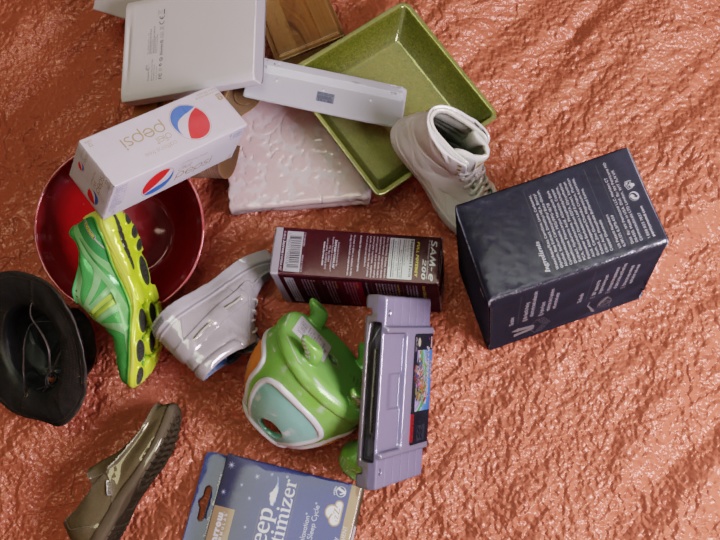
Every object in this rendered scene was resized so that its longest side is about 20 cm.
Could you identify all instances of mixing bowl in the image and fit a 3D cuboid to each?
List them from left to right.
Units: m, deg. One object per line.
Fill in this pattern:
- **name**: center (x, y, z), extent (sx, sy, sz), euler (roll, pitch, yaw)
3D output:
- **mixing bowl**: center (-0.285, -0.047, 1.180), extent (0.196, 0.108, 0.205), euler (0, 88, -5)

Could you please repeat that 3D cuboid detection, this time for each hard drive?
- **hard drive**: center (-0.208, -0.282, 1.197), extent (0.196, 0.026, 0.135), euler (-4, 79, 25)

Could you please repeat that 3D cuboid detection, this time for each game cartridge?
- **game cartridge**: center (0.041, 0.130, 1.064), extent (0.038, 0.129, 0.205), euler (3, 89, 31)

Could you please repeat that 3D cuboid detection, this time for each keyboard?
- **keyboard**: center (-0.042, -0.217, 1.180), extent (0.196, 0.011, 0.057), euler (11, 74, -3)

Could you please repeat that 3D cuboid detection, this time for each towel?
- **towel**: center (-0.082, -0.172, 1.251), extent (0.187, 0.032, 0.204), euler (-6, 71, 6)

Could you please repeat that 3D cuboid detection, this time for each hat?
- **hat**: center (-0.374, 0.084, 1.166), extent (0.197, 0.080, 0.205), euler (10, 108, 31)

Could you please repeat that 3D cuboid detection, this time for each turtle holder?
- **turtle holder**: center (-0.050, 0.140, 1.103), extent (0.132, 0.185, 0.142), euler (-42, 35, 18)

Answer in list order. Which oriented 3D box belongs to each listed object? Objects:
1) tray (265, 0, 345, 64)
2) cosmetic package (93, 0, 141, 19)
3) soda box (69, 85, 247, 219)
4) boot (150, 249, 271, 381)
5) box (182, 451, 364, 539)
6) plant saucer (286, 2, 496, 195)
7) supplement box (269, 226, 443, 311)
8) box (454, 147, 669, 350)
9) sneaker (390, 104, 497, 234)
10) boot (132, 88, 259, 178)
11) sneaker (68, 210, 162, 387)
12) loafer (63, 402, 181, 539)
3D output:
- **tray**: center (-0.093, -0.359, 1.295), extent (0.097, 0.037, 0.203), euler (-21, 63, 0)
- **cosmetic package**: center (-0.245, -0.370, 1.280), extent (0.197, 0.085, 0.110), euler (22, 105, 19)
- **soda box**: center (-0.226, -0.138, 1.096), extent (0.068, 0.064, 0.199), euler (49, 49, 9)
- **boot**: center (-0.147, 0.055, 1.133), extent (0.096, 0.074, 0.199), euler (46, 45, 7)
- **box**: center (-0.104, 0.285, 1.105), extent (0.196, 0.032, 0.123), euler (11, 74, 11)
- **plant saucer**: center (0.037, -0.210, 1.218), extent (0.198, 0.048, 0.201), euler (-34, 78, -18)
- **supplement box**: center (0.000, 0.000, 1.144), extent (0.196, 0.109, 0.062), euler (4, 71, 7)
- **box**: center (0.215, -0.017, 1.077), extent (0.196, 0.197, 0.119), euler (-19, 70, 0)
- **sneaker**: center (0.126, -0.105, 1.124), extent (0.200, 0.115, 0.074), euler (45, 72, -14)
- **boot**: center (-0.214, -0.219, 1.238), extent (0.152, 0.074, 0.204), euler (12, 77, 25)
- **sneaker**: center (-0.279, 0.032, 1.100), extent (0.082, 0.074, 0.204), euler (-10, 95, 20)
- **loafer**: center (-0.277, 0.235, 1.117), extent (0.067, 0.076, 0.202), euler (28, 77, 8)
